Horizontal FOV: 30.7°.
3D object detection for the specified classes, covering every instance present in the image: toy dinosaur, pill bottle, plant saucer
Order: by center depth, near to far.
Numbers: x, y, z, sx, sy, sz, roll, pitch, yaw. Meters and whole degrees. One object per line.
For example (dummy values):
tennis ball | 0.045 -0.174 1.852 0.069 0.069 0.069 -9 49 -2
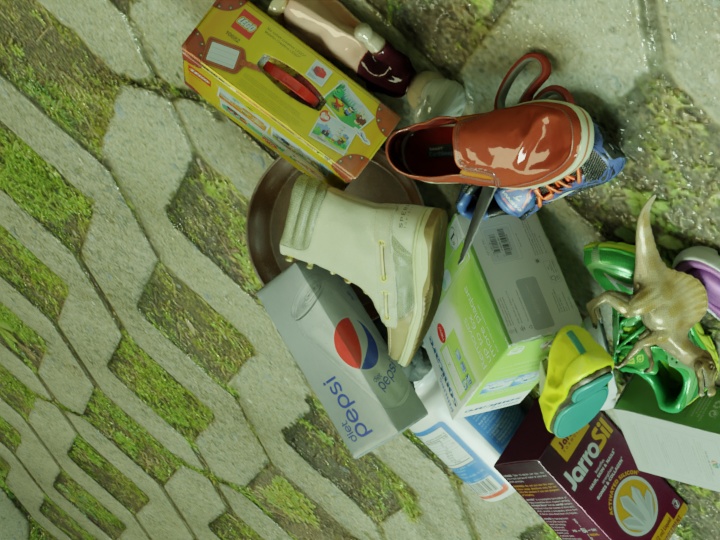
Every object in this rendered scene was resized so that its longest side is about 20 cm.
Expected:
toy dinosaur | 0.255 0.025 1.168 0.101 0.058 0.200 -20 109 16
plant saucer | -0.022 -0.041 1.381 0.200 0.200 0.034 33 -167 12
pill bottle | 0.118 0.168 1.549 0.200 0.112 0.112 46 151 -10

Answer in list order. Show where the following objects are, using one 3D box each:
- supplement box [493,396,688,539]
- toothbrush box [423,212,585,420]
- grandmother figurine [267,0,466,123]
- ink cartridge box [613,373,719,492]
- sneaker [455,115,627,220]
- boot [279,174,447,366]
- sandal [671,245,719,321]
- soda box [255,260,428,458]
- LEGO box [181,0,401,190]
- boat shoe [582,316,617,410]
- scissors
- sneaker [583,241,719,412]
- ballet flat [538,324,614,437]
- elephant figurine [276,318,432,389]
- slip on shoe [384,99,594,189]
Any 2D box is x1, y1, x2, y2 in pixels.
supplement box | 0.262 0.245 1.489 0.200 0.110 0.086 47 150 -14
toothbrush box | 0.129 0.042 1.312 0.200 0.086 0.146 114 140 -62
grandmother figurine | 0.009 -0.198 1.212 0.200 0.061 0.121 33 179 5
ink cartridge box | 0.364 0.172 1.316 0.200 0.059 0.104 12 142 41
sneaker | 0.159 -0.081 1.174 0.075 0.078 0.200 46 151 -14
boot | 0.000 0.000 1.275 0.154 0.072 0.200 16 137 12
sandal | 0.357 0.059 1.169 0.203 0.050 0.082 37 152 9
soda box | -0.019 0.083 1.329 0.068 0.063 0.200 -35 83 35
LEGO box | -0.071 -0.166 1.264 0.200 0.077 0.149 37 173 -3
boat shoe | 0.219 0.100 1.324 0.066 0.070 0.200 -12 161 6
scissors | 0.119 -0.098 1.152 0.073 0.014 0.200 48 125 22
sneaker | 0.270 0.054 1.230 0.074 0.084 0.200 -6 128 54
ballet flat | 0.194 0.098 1.213 0.067 0.067 0.200 59 173 19
elephant figurine | -0.029 0.074 1.459 0.200 0.141 0.155 43 114 24
slip on shoe | 0.106 -0.104 1.113 0.200 0.061 0.074 0 95 39
